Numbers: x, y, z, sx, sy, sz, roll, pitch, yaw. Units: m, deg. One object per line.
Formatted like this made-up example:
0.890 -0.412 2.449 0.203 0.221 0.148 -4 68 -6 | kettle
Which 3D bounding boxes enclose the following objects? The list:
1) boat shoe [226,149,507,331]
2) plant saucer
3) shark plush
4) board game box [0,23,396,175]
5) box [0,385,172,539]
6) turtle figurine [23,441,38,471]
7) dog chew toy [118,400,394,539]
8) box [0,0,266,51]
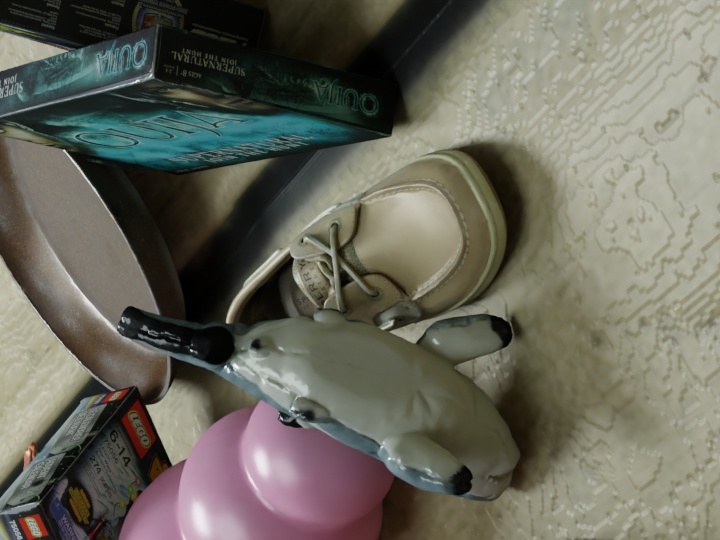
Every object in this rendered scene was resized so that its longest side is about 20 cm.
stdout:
0.000 0.000 1.398 0.200 0.065 0.072 -28 85 56 | boat shoe
-0.154 -0.019 1.602 0.200 0.032 0.201 43 152 30 | plant saucer
-0.019 0.066 1.375 0.083 0.199 0.091 118 158 -65 | shark plush
-0.094 -0.080 1.424 0.200 0.135 0.028 -8 74 56 | board game box
-0.123 0.182 1.587 0.040 0.137 0.201 -15 109 24 | box
-0.145 0.206 1.702 0.161 0.064 0.201 -117 12 -60 | turtle figurine
-0.046 0.126 1.494 0.125 0.124 0.200 54 136 19 | dog chew toy
-0.172 -0.140 1.441 0.160 0.199 0.045 17 93 48 | box
